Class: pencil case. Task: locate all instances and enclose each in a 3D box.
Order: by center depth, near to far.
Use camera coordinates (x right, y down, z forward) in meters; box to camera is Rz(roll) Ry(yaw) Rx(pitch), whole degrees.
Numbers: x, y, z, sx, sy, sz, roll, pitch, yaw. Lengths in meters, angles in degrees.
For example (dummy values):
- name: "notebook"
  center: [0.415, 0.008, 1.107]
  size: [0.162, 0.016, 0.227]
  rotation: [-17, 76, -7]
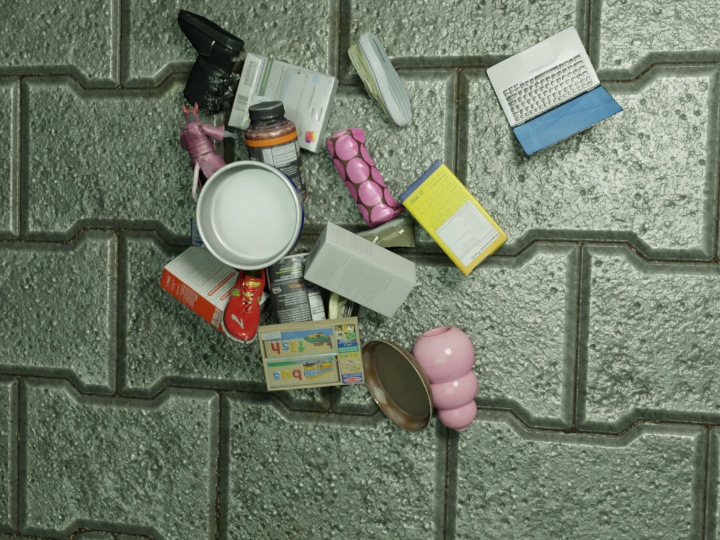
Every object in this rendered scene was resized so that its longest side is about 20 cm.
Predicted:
- name: "pencil case"
  center: [0.011, -0.188, 1.519]
  size: [0.091, 0.093, 0.202]
  rotation: [-31, 84, 56]

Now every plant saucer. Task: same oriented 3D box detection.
- name: "plant saucer"
  center: [0.076, 0.220, 1.492]
  size: [0.032, 0.200, 0.202]
  rotation: [-27, 84, -33]

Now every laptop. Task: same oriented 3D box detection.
- name: "laptop"
  center: [0.356, -0.339, 1.423]
  size: [0.185, 0.116, 0.203]
  rotation: [-24, 87, 11]

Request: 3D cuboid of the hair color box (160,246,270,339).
- name: "hair color box"
  center: [-0.300, 0.042, 1.574]
  size: [0.199, 0.111, 0.064]
  rotation: [35, 133, 10]

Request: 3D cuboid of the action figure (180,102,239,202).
- name: "action figure"
  center: [-0.330, -0.240, 1.555]
  size: [0.132, 0.149, 0.203]
  rotation: [-14, 103, 28]

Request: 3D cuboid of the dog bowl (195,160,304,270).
- name: "dog bowl"
  center: [-0.206, -0.105, 1.443]
  size: [0.196, 0.079, 0.204]
  rotation: [0, 97, 4]

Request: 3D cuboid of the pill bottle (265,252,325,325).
- name: "pill bottle"
  center: [-0.127, 0.071, 1.545]
  size: [0.104, 0.106, 0.204]
  rotation: [-9, 90, 12]

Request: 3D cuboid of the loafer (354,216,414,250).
- name: "loafer"
  center: [0.021, -0.044, 1.525]
  size: [0.197, 0.075, 0.071]
  rotation: [-21, 83, 12]

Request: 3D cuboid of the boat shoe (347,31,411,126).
- name: "boat shoe"
  center: [0.040, -0.374, 1.522]
  size: [0.062, 0.072, 0.203]
  rotation: [-28, 82, 36]

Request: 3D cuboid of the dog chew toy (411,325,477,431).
- name: "dog chew toy"
  center: [0.173, 0.215, 1.484]
  size: [0.123, 0.125, 0.203]
  rotation: [-13, 97, 12]

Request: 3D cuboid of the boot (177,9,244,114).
- name: "boot"
  center: [-0.331, -0.433, 1.588]
  size: [0.197, 0.073, 0.164]
  rotation: [36, 114, 25]

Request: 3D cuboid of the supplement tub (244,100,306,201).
- name: "supplement tub"
  center: [-0.171, -0.229, 1.515]
  size: [0.105, 0.107, 0.203]
  rotation: [-3, 112, 12]

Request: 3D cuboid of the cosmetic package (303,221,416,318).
- name: "cosmetic package"
  center: [0.000, 0.000, 1.481]
  size: [0.198, 0.072, 0.102]
  rotation: [26, 123, -15]

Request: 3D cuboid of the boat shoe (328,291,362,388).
- name: "boat shoe"
  center: [-0.029, 0.137, 1.544]
  size: [0.064, 0.073, 0.204]
  rotation: [-2, 92, 17]

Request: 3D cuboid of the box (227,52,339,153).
- name: "box"
  center: [-0.159, -0.345, 1.571]
  size: [0.197, 0.041, 0.158]
  rotation: [18, 96, 12]

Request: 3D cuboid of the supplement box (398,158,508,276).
- name: "supplement box"
  center: [0.182, -0.101, 1.472]
  size: [0.109, 0.109, 0.201]
  rotation: [-41, 83, 10]

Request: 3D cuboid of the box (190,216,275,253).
- name: "box"
  center: [-0.245, -0.075, 1.552]
  size: [0.197, 0.070, 0.066]
  rotation: [5, 98, 22]

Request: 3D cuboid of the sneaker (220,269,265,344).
- name: "sneaker"
  center: [-0.225, 0.051, 1.494]
  size: [0.076, 0.202, 0.085]
  rotation: [14, 135, -14]

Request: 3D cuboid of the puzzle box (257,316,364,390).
- name: "puzzle box"
  center: [-0.096, 0.166, 1.495]
  size: [0.196, 0.025, 0.135]
  rotation: [-6, 110, 4]
